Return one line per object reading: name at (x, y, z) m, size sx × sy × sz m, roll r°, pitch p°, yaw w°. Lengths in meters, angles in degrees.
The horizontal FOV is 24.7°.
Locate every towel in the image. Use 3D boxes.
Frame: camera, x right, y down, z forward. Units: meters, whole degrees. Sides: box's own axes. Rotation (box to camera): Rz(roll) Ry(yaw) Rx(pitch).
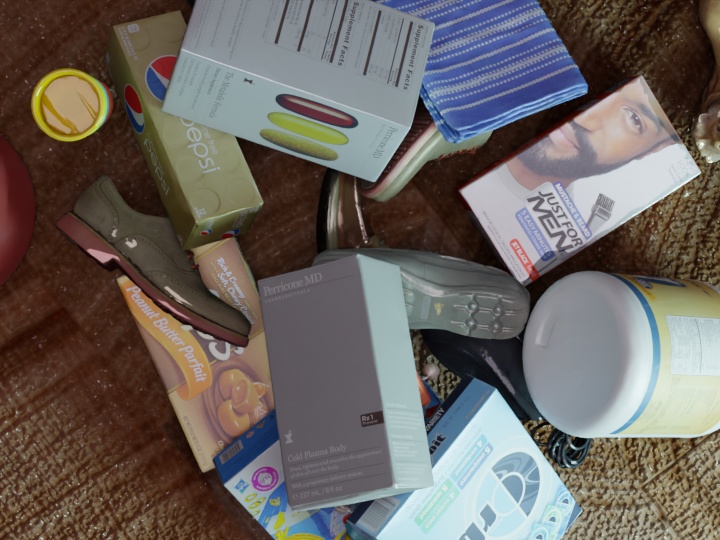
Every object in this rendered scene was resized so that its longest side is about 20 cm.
towel at (0.101, -0.217, 1.486) m, size 0.144 × 0.024 × 0.200 m, roll -22°, pitch 69°, yaw -14°

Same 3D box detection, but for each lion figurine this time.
lion figurine at (0.355, -0.206, 1.537) m, size 0.122 × 0.072 × 0.201 m, roll -12°, pitch 81°, yaw 11°

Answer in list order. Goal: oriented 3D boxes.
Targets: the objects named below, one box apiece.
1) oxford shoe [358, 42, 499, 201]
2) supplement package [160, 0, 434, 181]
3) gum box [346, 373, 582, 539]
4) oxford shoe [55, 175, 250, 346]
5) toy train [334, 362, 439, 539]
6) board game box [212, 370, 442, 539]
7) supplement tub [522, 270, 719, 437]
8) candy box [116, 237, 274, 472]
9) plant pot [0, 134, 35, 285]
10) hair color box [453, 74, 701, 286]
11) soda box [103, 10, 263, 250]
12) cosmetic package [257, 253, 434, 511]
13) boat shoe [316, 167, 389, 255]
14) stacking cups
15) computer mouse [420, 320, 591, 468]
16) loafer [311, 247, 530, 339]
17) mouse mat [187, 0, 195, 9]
oxford shoe at (0.081, -0.126, 1.507) m, size 0.200 × 0.070 × 0.075 m, roll -47°, pitch 117°, yaw -13°
supplement package at (-0.054, -0.173, 1.402) m, size 0.199 × 0.114 × 0.110 m, roll 18°, pitch 65°, yaw -8°
gum box at (0.098, 0.220, 1.481) m, size 0.170 × 0.045 × 0.200 m, roll -49°, pitch 131°, yaw -16°
oxford shoe at (-0.171, -0.008, 1.463) m, size 0.200 × 0.070 × 0.075 m, roll 37°, pitch 83°, yaw -5°
toy train at (0.029, 0.179, 1.467) m, size 0.150 × 0.056 × 0.200 m, roll -25°, pitch 115°, yaw -5°
board game box at (0.002, 0.188, 1.525) m, size 0.200 × 0.056 × 0.196 m, roll -39°, pitch 115°, yaw 2°
supplement tub at (0.260, 0.077, 1.478) m, size 0.200 × 0.145 × 0.145 m, roll 4°, pitch 96°, yaw -39°
candy box at (-0.134, 0.073, 1.539) m, size 0.115 × 0.055 × 0.200 m, roll -23°, pitch 95°, yaw -1°
plant pot at (-0.400, -0.050, 1.457) m, size 0.200 × 0.177 × 0.201 m, roll 0°, pitch 94°, yaw -3°
hair color box at (0.200, -0.083, 1.537) m, size 0.200 × 0.064 × 0.111 m, roll -33°, pitch 95°, yaw 0°
soda box at (-0.157, -0.123, 1.450) m, size 0.068 × 0.064 × 0.200 m, roll -17°, pitch 73°, yaw -24°
cosmetic package at (-0.013, 0.095, 1.393) m, size 0.107 × 0.090 × 0.201 m, roll -17°, pitch 78°, yaw 24°
boat shoe at (0.000, 0.000, 1.536) m, size 0.074 × 0.076 × 0.201 m, roll -5°, pitch 103°, yaw -7°
stacking cups at (-0.249, -0.144, 1.443) m, size 0.060 × 0.200 × 0.061 m, roll -1°, pitch 95°, yaw -6°
computer mouse at (0.148, 0.080, 1.528) m, size 0.200 × 0.139 × 0.053 m, roll 34°, pitch 135°, yaw 4°
loafer at (0.054, 0.016, 1.483) m, size 0.199 × 0.070 × 0.070 m, roll 14°, pitch 116°, yaw -1°
mouse mat at (-0.062, -0.225, 1.487) m, size 0.161 × 0.008 × 0.200 m, roll -25°, pitch 77°, yaw -22°
